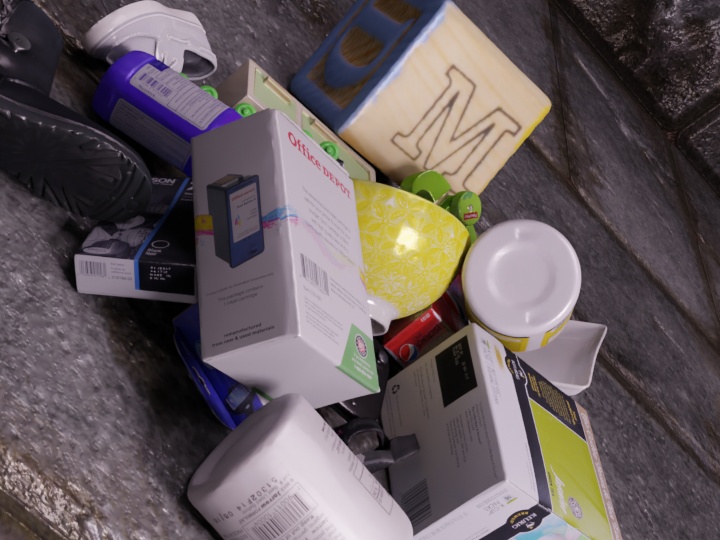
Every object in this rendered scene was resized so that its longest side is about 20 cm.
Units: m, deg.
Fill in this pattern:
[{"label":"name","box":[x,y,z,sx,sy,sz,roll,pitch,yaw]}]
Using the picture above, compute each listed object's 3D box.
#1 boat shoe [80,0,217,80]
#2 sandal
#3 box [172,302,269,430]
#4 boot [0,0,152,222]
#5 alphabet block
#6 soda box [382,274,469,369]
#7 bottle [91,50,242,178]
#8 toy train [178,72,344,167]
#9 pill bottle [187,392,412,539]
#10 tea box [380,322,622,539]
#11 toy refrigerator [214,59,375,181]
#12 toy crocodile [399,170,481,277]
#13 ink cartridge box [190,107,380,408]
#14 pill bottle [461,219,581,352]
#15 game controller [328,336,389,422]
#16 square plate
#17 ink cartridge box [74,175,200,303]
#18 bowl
[{"label":"boat shoe","box":[-0.202,-0.216,1.291,0.069,0.072,0.200,55,15,6]},{"label":"sandal","box":[-0.003,0.154,1.125,0.048,0.075,0.200,67,12,8]},{"label":"box","box":[-0.083,0.074,1.142,0.119,0.041,0.200,57,22,9]},{"label":"boot","box":[-0.253,-0.142,1.053,0.200,0.076,0.169,25,36,-23]},{"label":"alphabet block","box":[0.069,-0.209,1.549,0.200,0.197,0.195,37,8,-31]},{"label":"soda box","box":[0.071,0.044,1.392,0.063,0.070,0.200,47,15,-13]},{"label":"bottle","box":[-0.145,-0.123,1.195,0.200,0.065,0.084,33,29,0]},{"label":"toy train","box":[-0.112,-0.129,1.266,0.199,0.042,0.057,25,67,-5]},{"label":"pill bottle","box":[-0.026,0.201,0.981,0.200,0.114,0.114,50,24,-9]},{"label":"tea box","box":[0.135,0.196,1.258,0.197,0.133,0.200,37,29,-31]},{"label":"toy refrigerator","box":[-0.069,-0.131,1.406,0.200,0.070,0.076,39,28,-28]},{"label":"toy crocodile","box":[0.109,-0.032,1.485,0.062,0.067,0.200,-46,123,-31]},{"label":"ink cartridge box","box":[-0.060,-0.006,1.038,0.145,0.087,0.201,40,39,-56]},{"label":"pill bottle","box":[0.161,0.022,1.320,0.115,0.114,0.200,59,-1,12]},{"label":"game controller","box":[-0.049,0.051,1.138,0.200,0.042,0.104,42,26,-22]},{"label":"square plate","box":[0.163,0.091,1.441,0.198,0.199,0.029,-45,139,-67]},{"label":"ink cartridge box","box":[-0.159,-0.038,1.087,0.200,0.099,0.039,-74,167,-63]},{"label":"bowl","box":[0.000,0.000,1.264,0.200,0.200,0.108,31,65,-42]}]
